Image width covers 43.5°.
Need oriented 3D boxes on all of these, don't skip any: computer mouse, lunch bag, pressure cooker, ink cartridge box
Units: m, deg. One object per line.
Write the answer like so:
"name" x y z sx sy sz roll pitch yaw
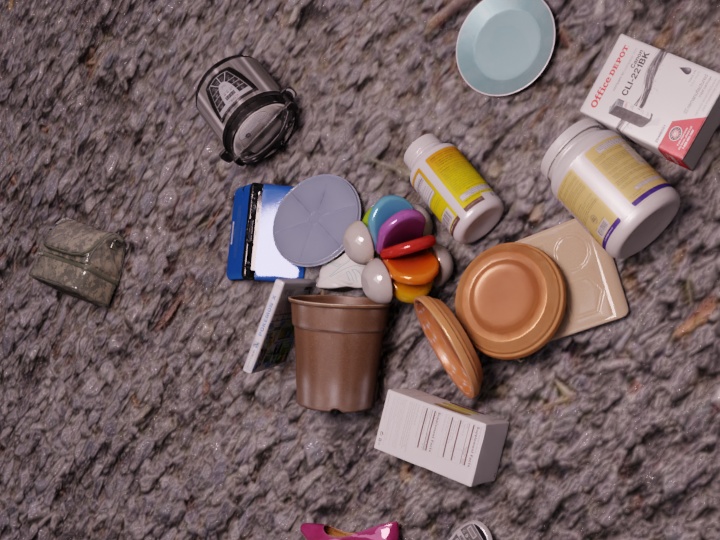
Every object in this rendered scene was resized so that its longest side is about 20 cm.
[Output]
"computer mouse" 0.168 0.515 1.593 0.200 0.044 0.110 -46 58 25
"lunch bag" -0.660 -0.027 2.131 0.198 0.139 0.170 14 74 32
"pressure cooker" -0.228 -0.326 1.878 0.201 0.177 0.177 53 144 25
"ink cartridge box" 0.484 -0.278 1.480 0.199 0.083 0.146 34 101 32

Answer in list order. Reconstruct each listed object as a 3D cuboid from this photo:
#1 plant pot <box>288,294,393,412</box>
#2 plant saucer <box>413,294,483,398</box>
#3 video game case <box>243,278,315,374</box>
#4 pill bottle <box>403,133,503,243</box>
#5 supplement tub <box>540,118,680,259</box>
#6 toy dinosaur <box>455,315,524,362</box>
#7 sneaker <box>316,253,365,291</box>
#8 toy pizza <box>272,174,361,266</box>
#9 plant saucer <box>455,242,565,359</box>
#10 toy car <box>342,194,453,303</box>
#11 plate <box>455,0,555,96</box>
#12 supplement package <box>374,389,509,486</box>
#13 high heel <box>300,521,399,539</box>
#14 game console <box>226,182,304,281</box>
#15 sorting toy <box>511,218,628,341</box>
"plant pot" -0.041 0.153 1.695 0.198 0.199 0.202 5 94 32
"plant saucer" 0.158 0.128 1.577 0.037 0.201 0.201 -29 65 -8
"video game case" -0.155 0.104 1.758 0.022 0.200 0.185 22 95 13
"pill bottle" 0.164 -0.154 1.647 0.109 0.109 0.201 -45 63 18
"supplement tub" 0.404 -0.135 1.475 0.146 0.145 0.201 -46 63 18
"toy dinosaur" 0.222 0.090 1.604 0.088 0.047 0.202 -43 53 39
"sneaker" 0.000 0.000 1.751 0.198 0.070 0.082 1 81 32
"toy pizza" -0.086 -0.099 1.817 0.197 0.032 0.203 -10 65 22
"plant saucer" 0.250 0.048 1.540 0.197 0.037 0.204 -9 71 29
"toy car" 0.074 -0.048 1.633 0.173 0.151 0.202 -18 67 -19
"plate" 0.269 -0.418 1.668 0.197 0.025 0.204 -5 80 31
"supplement package" 0.144 0.291 1.595 0.198 0.113 0.111 15 92 31
"high heel" -0.021 0.486 1.693 0.198 0.067 0.098 15 97 29
"game console" -0.197 -0.075 1.913 0.170 0.117 0.204 -4 79 62
"sorting toy" 0.344 0.020 1.559 0.198 0.036 0.188 -20 73 23
